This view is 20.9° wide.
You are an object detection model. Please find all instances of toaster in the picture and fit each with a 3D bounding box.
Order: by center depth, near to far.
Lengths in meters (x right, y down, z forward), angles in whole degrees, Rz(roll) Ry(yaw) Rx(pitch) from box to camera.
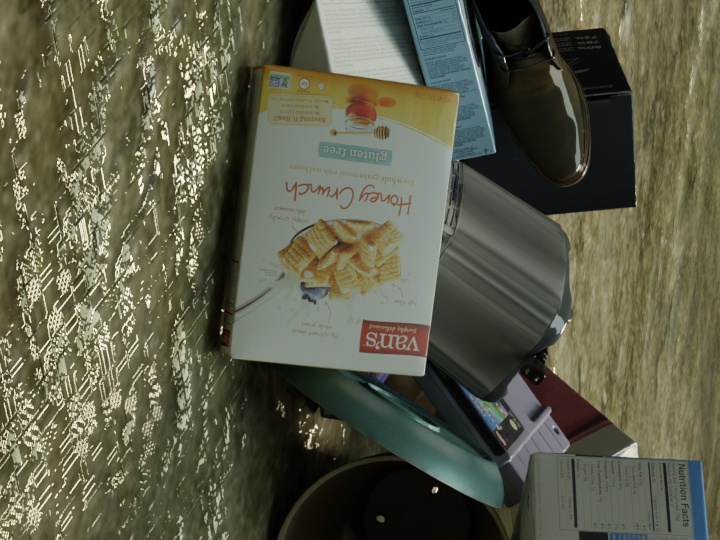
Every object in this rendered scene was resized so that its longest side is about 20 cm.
[{"bbox_3d":[0.080,0.006,1.462,0.114,0.129,0.200,-49,-166,26],"label":"toaster"}]

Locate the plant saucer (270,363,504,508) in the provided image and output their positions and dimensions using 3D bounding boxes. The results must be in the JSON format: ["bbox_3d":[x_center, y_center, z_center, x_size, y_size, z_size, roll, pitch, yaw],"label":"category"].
[{"bbox_3d":[0.025,0.108,1.423,0.028,0.199,0.200,-59,160,2],"label":"plant saucer"}]

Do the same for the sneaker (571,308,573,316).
[{"bbox_3d":[0.117,0.012,1.719,0.200,0.075,0.092,-5,83,-61],"label":"sneaker"}]

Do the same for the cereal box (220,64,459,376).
[{"bbox_3d":[-0.014,-0.033,1.345,0.040,0.143,0.202,-167,-98,-74],"label":"cereal box"}]

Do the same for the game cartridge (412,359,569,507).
[{"bbox_3d":[0.087,0.082,1.547,0.201,0.038,0.130,55,20,1],"label":"game cartridge"}]

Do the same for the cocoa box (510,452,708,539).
[{"bbox_3d":[0.182,0.242,1.470,0.201,0.130,0.134,94,-2,-56],"label":"cocoa box"}]

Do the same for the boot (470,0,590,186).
[{"bbox_3d":[0.124,-0.160,1.530,0.201,0.074,0.097,71,17,2],"label":"boot"}]

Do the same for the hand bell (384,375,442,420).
[{"bbox_3d":[0.072,0.127,1.607,0.200,0.103,0.105,-103,-162,-82],"label":"hand bell"}]

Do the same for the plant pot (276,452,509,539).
[{"bbox_3d":[0.037,0.223,1.568,0.200,0.186,0.189,-35,131,-81],"label":"plant pot"}]

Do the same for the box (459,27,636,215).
[{"bbox_3d":[0.155,-0.129,1.691,0.200,0.147,0.105,-87,172,-67],"label":"box"}]

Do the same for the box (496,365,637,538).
[{"bbox_3d":[0.150,0.169,1.775,0.109,0.200,0.129,-29,136,-21],"label":"box"}]

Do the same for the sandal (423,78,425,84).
[{"bbox_3d":[0.052,-0.114,1.643,0.075,0.045,0.202,23,57,-79],"label":"sandal"}]

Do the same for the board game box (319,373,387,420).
[{"bbox_3d":[0.000,0.000,1.551,0.135,0.034,0.201,-54,145,-55],"label":"board game box"}]

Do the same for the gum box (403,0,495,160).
[{"bbox_3d":[0.062,-0.216,1.531,0.201,0.044,0.171,72,11,-45],"label":"gum box"}]

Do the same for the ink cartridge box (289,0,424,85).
[{"bbox_3d":[-0.011,-0.164,1.441,0.162,0.050,0.202,-18,93,-64],"label":"ink cartridge box"}]
